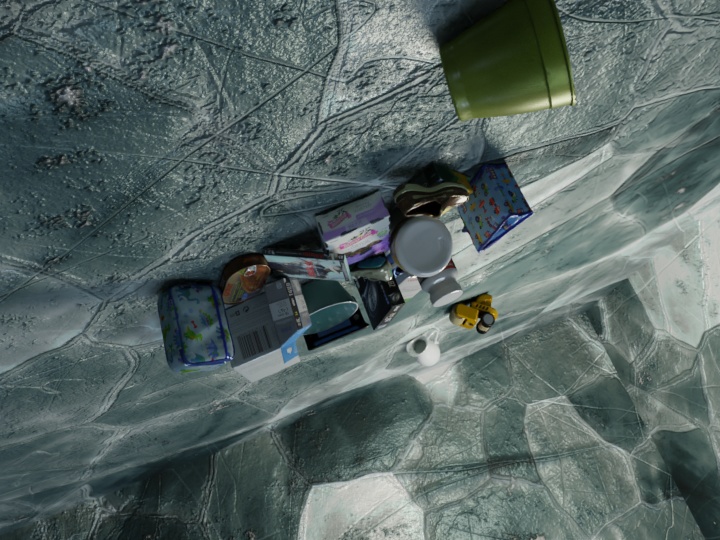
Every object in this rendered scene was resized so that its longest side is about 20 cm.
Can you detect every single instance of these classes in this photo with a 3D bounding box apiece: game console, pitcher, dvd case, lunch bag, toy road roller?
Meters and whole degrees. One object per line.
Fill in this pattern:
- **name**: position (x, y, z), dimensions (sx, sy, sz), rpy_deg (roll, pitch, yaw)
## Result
- **game console**: position (-0.086, 0.158, 1.936), dimensions (0.196, 0.178, 0.117), rpy_deg (-20, 149, -7)
- **pitcher**: position (0.316, 0.355, 2.939), dimensions (0.171, 0.122, 0.200), rpy_deg (-41, 146, 4)
- **dvd case**: position (-0.126, -0.013, 1.542), dimensions (0.195, 0.023, 0.146), rpy_deg (4, 160, 6)
- **lunch bag**: position (-0.382, 0.132, 1.483), dimensions (0.082, 0.204, 0.159), rpy_deg (-28, 159, 35)
- **lunch bag**: position (0.323, -0.152, 1.635), dimensions (0.092, 0.153, 0.200), rpy_deg (-8, 154, -36)
- **toy road roller**: position (0.484, 0.169, 2.686), dimensions (0.195, 0.149, 0.123), rpy_deg (16, 157, 3)

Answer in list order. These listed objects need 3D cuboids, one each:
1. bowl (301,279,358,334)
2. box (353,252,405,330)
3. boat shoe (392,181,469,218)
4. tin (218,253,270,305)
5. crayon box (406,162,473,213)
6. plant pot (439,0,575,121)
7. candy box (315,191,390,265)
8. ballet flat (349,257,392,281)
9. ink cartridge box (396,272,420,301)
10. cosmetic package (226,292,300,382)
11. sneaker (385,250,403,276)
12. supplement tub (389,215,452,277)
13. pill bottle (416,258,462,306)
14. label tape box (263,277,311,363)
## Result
- **bowl**: position (-0.114, 0.093, 1.818), dimensions (0.197, 0.107, 0.202), rpy_deg (-20, 159, -8)
- **box**: position (0.042, 0.038, 1.718), dimensions (0.043, 0.204, 0.161), rpy_deg (-12, 158, -24)
- **boat shoe**: position (0.167, -0.150, 1.435), dimensions (0.198, 0.076, 0.075), rpy_deg (-6, 151, -26)
- **tin**: position (-0.289, 0.023, 1.556), dimensions (0.110, 0.042, 0.201), rpy_deg (-16, 158, -30)
- **crayon box**: position (0.188, -0.189, 1.543), dimensions (0.125, 0.052, 0.198), rpy_deg (-36, 157, 29)
- **plant pot**: position (0.236, -0.343, 1.055), dimensions (0.189, 0.205, 0.200), rpy_deg (-16, 162, 15)
- **candy box**: position (-0.015, -0.089, 1.530), dimensions (0.164, 0.073, 0.201), rpy_deg (-22, 161, -5)
- **ballet flat**: position (0.000, 0.000, 1.643), dimensions (0.197, 0.063, 0.068), rpy_deg (7, -134, 43)
- **ink cartridge box**: position (0.129, 0.028, 1.956), dimensions (0.144, 0.086, 0.200), rpy_deg (-7, 153, -39)
- **cosmetic package**: position (-0.284, 0.192, 1.787), dimensions (0.162, 0.168, 0.201), rpy_deg (-21, 159, -3)
- **sneaker**: position (0.077, -0.004, 1.800), dimensions (0.074, 0.082, 0.200), rpy_deg (-51, 179, -34)
- **supplement tub**: position (0.147, -0.063, 1.597), dimensions (0.143, 0.148, 0.200), rpy_deg (-22, -176, -2)
- **pill bottle**: position (0.207, -0.010, 1.783), dimensions (0.113, 0.203, 0.116), rpy_deg (-20, 160, -8)
- **label tape box**: position (-0.178, 0.122, 1.629), dimensions (0.062, 0.205, 0.144), rpy_deg (-16, 179, 9)
